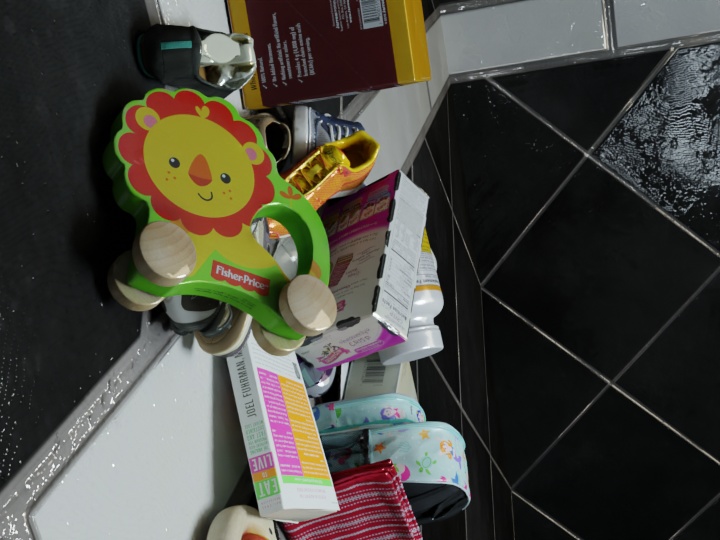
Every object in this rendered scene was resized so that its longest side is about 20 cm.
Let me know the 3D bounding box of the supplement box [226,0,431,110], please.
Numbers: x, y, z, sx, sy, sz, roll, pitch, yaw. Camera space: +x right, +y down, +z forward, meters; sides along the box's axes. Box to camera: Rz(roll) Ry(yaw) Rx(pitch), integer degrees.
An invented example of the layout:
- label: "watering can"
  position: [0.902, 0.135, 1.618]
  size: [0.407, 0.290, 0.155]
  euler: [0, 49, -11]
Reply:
- label: "supplement box"
  position: [-0.036, -0.299, 1.065]
  size: [0.133, 0.197, 0.200]
  euler: [-44, 127, -73]

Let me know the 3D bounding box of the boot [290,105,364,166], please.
- label: "boot"
  position: [-0.037, -0.163, 1.136]
  size: [0.200, 0.089, 0.074]
  euler: [-94, -170, -76]

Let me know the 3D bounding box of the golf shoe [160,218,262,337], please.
- label: "golf shoe"
  position: [-0.135, -0.046, 0.813]
  size: [0.095, 0.077, 0.202]
  euler: [62, 24, -56]

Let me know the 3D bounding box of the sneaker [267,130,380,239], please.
- label: "sneaker"
  position: [-0.057, -0.101, 1.018]
  size: [0.200, 0.073, 0.077]
  euler: [-40, 165, -40]

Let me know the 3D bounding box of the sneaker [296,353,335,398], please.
- label: "sneaker"
  position: [-0.056, 0.047, 1.111]
  size: [0.088, 0.074, 0.202]
  euler: [61, 27, -47]

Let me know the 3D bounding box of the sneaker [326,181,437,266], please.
- label: "sneaker"
  position: [0.021, -0.049, 1.323]
  size: [0.202, 0.077, 0.146]
  euler: [45, 15, 1]

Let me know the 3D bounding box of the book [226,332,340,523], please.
- label: "book"
  position: [-0.085, 0.143, 0.927]
  size: [0.134, 0.048, 0.202]
  euler: [46, 27, -67]

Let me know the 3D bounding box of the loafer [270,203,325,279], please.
- label: "loafer"
  position: [-0.082, -0.025, 1.031]
  size: [0.201, 0.069, 0.070]
  euler: [-80, 163, -46]

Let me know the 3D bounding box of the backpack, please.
- label: "backpack"
  position: [0.030, 0.234, 1.108]
  size: [0.178, 0.197, 0.152]
  euler: [60, 28, -57]

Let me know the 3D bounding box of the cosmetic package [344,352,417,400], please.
- label: "cosmetic package"
  position: [0.037, 0.204, 1.263]
  size: [0.104, 0.072, 0.201]
  euler: [-77, 158, -46]

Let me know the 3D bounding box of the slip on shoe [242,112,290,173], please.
- label: "slip on shoe"
  position: [-0.102, -0.138, 1.017]
  size: [0.200, 0.060, 0.077]
  euler: [-22, 105, -76]

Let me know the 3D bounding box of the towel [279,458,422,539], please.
- label: "towel"
  position: [-0.010, 0.287, 1.036]
  size: [0.023, 0.143, 0.201]
  euler: [-98, 172, -48]

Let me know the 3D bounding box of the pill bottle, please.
- label: "pill bottle"
  position: [0.043, 0.012, 1.187]
  size: [0.111, 0.110, 0.202]
  euler: [34, 41, -72]

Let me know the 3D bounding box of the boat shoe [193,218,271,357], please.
- label: "boat shoe"
  position: [-0.115, -0.003, 0.887]
  size: [0.065, 0.071, 0.202]
  euler: [53, 27, -51]

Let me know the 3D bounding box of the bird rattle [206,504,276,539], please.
- label: "bird rattle"
  position: [-0.103, 0.294, 0.829]
  size: [0.200, 0.112, 0.165]
  euler: [21, 49, -63]

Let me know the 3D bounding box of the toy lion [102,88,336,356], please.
- label: "toy lion"
  position: [-0.112, -0.050, 0.752]
  size: [0.198, 0.069, 0.194]
  euler: [22, 55, -27]

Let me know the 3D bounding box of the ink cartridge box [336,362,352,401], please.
- label: "ink cartridge box"
  position: [-0.017, 0.136, 1.287]
  size: [0.200, 0.043, 0.176]
  euler: [49, 42, -68]

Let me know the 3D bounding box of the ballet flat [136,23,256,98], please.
- label: "ballet flat"
  position: [-0.138, -0.196, 0.880]
  size: [0.200, 0.068, 0.069]
  euler: [-40, 123, -74]

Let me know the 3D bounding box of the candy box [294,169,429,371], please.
- label: "candy box"
  position: [0.000, 0.000, 1.051]
  size: [0.061, 0.136, 0.202]
  euler: [37, 48, -31]
